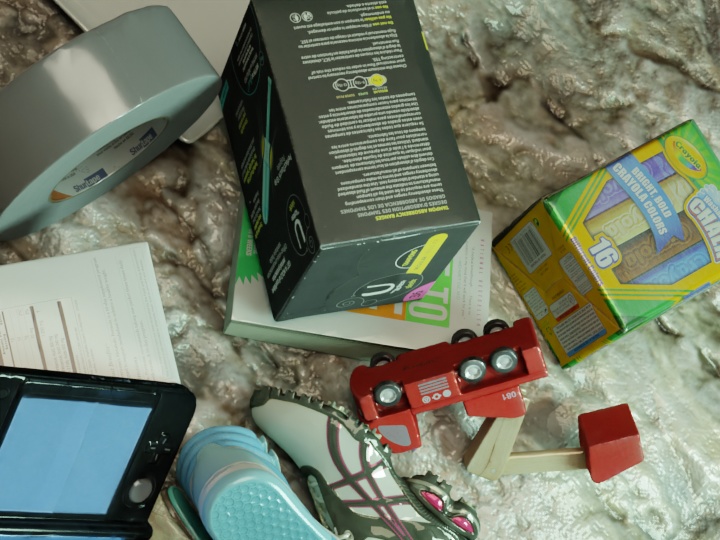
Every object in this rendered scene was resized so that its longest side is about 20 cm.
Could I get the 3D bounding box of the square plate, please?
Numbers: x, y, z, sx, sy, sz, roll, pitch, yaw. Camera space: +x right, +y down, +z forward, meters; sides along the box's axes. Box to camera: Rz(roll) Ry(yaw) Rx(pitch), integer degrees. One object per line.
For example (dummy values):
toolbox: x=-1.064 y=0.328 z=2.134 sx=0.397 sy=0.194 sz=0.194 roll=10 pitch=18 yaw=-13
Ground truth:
square plate: x=-0.137 y=-0.225 z=1.607 sx=0.200 sy=0.028 sz=0.198 roll=48 pitch=64 yaw=1

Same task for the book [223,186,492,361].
book: x=0.000 y=0.000 z=1.572 sx=0.200 sy=0.048 sz=0.134 roll=10 pitch=68 yaw=-12

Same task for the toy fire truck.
toy fire truck: x=0.104 y=0.111 z=1.541 sx=0.200 sy=0.049 sz=0.141 roll=-17 pitch=119 yaw=4

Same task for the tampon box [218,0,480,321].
tampon box: x=-0.013 y=-0.086 z=1.497 sx=0.126 sy=0.150 sz=0.200 roll=-9 pitch=71 yaw=-19

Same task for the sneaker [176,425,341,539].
sneaker: x=-0.061 y=0.188 z=1.472 sx=0.080 sy=0.131 sz=0.200 roll=-35 pitch=122 yaw=-4

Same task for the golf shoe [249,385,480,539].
golf shoe: x=-0.008 y=0.162 z=1.497 sx=0.200 sy=0.077 sz=0.088 roll=36 pitch=73 yaw=-3

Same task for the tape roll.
tape roll: x=-0.198 y=-0.105 z=1.452 sx=0.200 sy=0.200 sz=0.066 roll=-34 pitch=84 yaw=-25

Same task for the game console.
game console: x=-0.183 y=0.167 z=1.324 sx=0.200 sy=0.119 sz=0.172 roll=10 pitch=110 yaw=-47

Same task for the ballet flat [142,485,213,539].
ballet flat: x=-0.104 y=0.245 z=1.453 sx=0.062 sy=0.067 sz=0.200 roll=-38 pitch=82 yaw=3

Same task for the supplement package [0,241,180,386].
supplement package: x=-0.245 y=0.060 z=1.429 sx=0.200 sy=0.114 sz=0.110 roll=-10 pitch=77 yaw=-22

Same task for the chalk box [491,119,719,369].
chalk box: x=0.230 y=-0.028 z=1.610 sx=0.200 sy=0.124 sz=0.124 roll=-26 pitch=82 yaw=-23
